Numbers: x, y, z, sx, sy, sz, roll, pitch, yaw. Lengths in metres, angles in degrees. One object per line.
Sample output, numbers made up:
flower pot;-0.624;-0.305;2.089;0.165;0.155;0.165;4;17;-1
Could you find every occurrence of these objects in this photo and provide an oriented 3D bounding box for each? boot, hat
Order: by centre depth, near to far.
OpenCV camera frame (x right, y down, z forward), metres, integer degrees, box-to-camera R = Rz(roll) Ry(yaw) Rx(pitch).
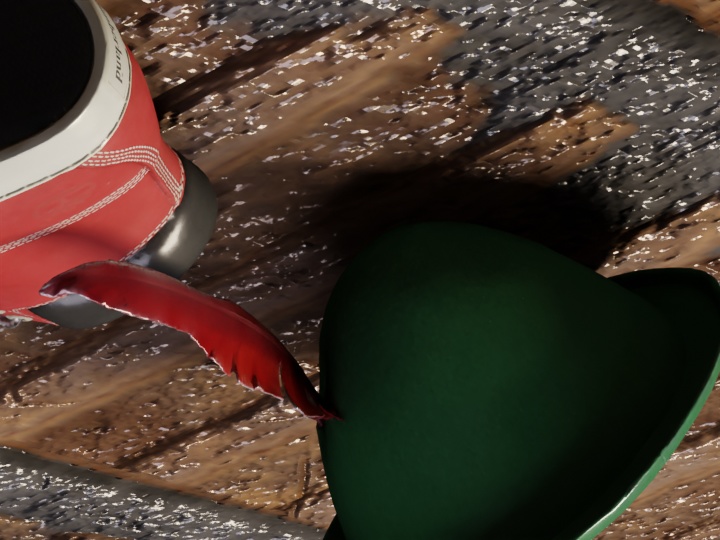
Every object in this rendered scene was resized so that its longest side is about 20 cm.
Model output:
boot;-0.143;-0.005;0.810;0.199;0.073;0.144;-16;157;5
hat;0.000;0.000;0.903;0.166;0.176;0.200;-45;-163;-8
